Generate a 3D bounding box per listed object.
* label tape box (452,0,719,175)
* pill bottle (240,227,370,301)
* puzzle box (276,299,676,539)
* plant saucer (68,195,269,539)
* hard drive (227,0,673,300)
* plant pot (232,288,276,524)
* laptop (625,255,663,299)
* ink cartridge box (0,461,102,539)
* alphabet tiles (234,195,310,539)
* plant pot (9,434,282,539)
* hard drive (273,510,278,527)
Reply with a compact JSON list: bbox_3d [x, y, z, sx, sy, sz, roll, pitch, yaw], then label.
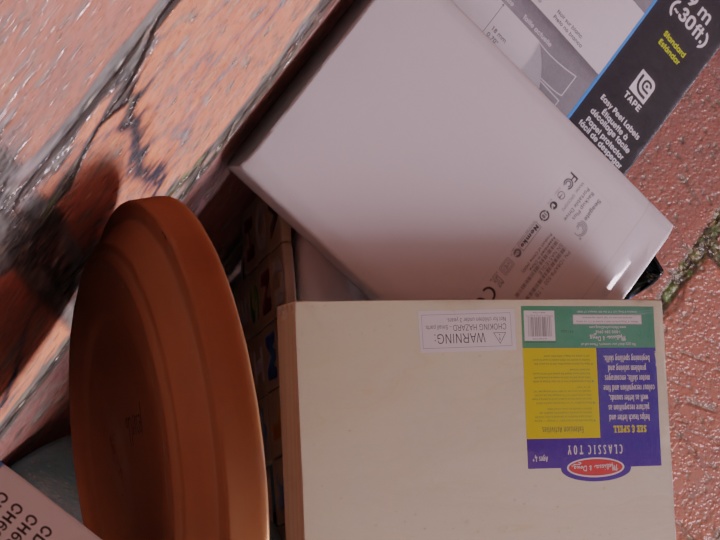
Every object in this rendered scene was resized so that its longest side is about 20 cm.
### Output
[{"bbox_3d":[0.122,-0.155,1.309,0.200,0.144,0.063,-53,-155,-14],"label":"label tape box"},{"bbox_3d":[0.000,0.000,1.321,0.113,0.112,0.200,-53,-170,-9],"label":"pill bottle"},{"bbox_3d":[0.057,0.081,1.182,0.025,0.199,0.134,163,-74,-65],"label":"puzzle box"},{"bbox_3d":[-0.081,0.072,0.980,0.032,0.202,0.201,-6,153,-21],"label":"plant saucer"},{"bbox_3d":[0.047,-0.036,1.210,0.132,0.200,0.027,-52,-158,-13],"label":"hard drive"},{"bbox_3d":[-0.046,0.117,1.472,0.200,0.199,0.189,-44,155,-61],"label":"plant pot"},{"bbox_3d":[0.071,-0.026,1.440,0.200,0.178,0.103,-40,171,31],"label":"laptop"},{"bbox_3d":[-0.138,0.182,0.908,0.147,0.199,0.145,-50,174,-34],"label":"ink cartridge box"},{"bbox_3d":[-0.042,0.060,1.251,0.167,0.007,0.202,142,-56,-74],"label":"alphabet tiles"},{"bbox_3d":[-0.133,0.198,1.201,0.196,0.195,0.201,-59,-171,45],"label":"plant pot"},{"bbox_3d":[0.000,0.139,1.315,0.200,0.038,0.140,-50,-159,12],"label":"hard drive"}]
